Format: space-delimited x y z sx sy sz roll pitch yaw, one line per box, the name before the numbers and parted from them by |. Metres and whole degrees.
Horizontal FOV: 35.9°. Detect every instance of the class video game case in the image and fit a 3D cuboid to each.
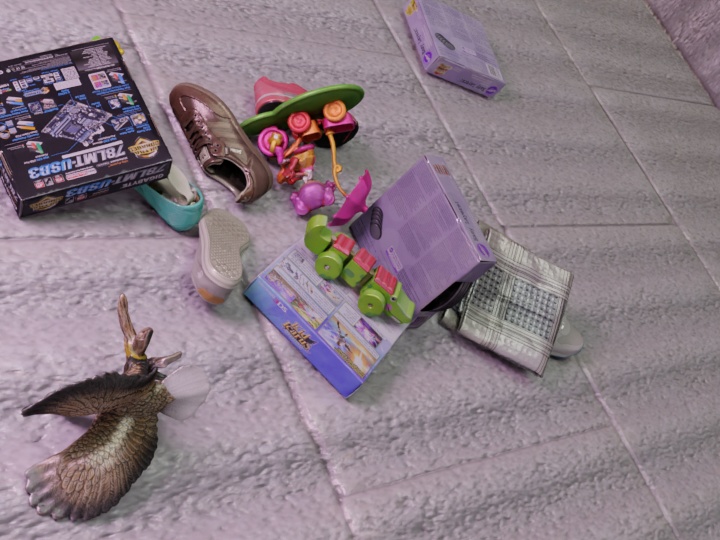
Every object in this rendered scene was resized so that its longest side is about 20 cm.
video game case | -0.042 0.052 1.537 0.200 0.045 0.181 46 34 -1

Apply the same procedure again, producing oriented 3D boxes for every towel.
towel | 0.235 0.042 1.755 0.199 0.035 0.194 27 69 -13

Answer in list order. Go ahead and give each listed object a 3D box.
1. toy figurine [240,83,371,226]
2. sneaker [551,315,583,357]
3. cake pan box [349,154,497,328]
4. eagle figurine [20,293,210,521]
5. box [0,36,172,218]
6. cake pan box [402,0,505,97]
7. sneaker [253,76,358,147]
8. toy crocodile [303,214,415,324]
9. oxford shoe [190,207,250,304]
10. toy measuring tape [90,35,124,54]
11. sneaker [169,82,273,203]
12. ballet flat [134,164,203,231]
toy figurine | -0.064 -0.153 1.646 0.150 0.199 0.185 89 -15 -81
sneaker | 0.301 0.069 1.842 0.200 0.081 0.077 37 35 -15
cake pan box | 0.090 -0.038 1.638 0.052 0.184 0.201 0 56 -45
eagle figurine | -0.264 0.147 1.158 0.152 0.151 0.200 48 24 -15
box | -0.361 -0.180 1.372 0.199 0.050 0.199 -20 71 -28
cake pan box | 0.192 -0.452 2.236 0.199 0.052 0.185 12 50 -38
sneaker | -0.085 -0.261 1.767 0.199 0.074 0.087 14 43 -39
toy crocodile | 0.000 0.000 1.538 0.200 0.062 0.068 41 35 -9
oxford shoe | -0.187 -0.022 1.455 0.075 0.058 0.200 26 26 -17
toy measuring tape | -0.363 -0.246 1.476 0.073 0.074 0.201 38 44 -12
sneaker | -0.206 -0.181 1.568 0.200 0.070 0.076 46 37 0
ballet flat | -0.281 -0.137 1.450 0.200 0.070 0.067 42 39 -7
